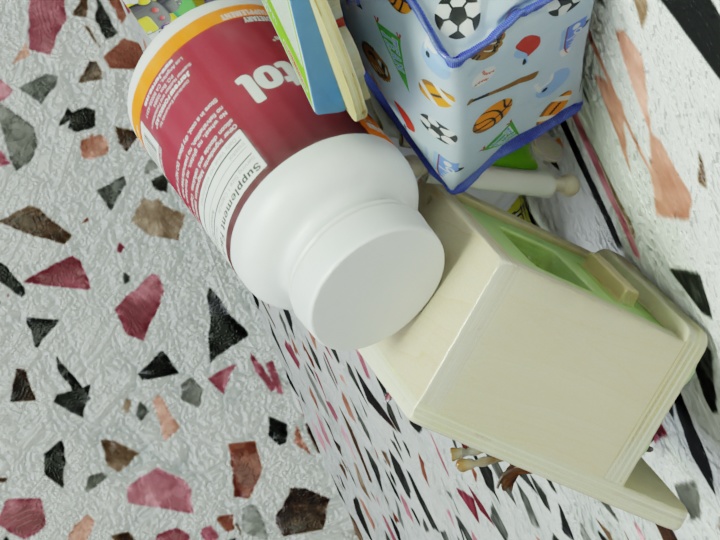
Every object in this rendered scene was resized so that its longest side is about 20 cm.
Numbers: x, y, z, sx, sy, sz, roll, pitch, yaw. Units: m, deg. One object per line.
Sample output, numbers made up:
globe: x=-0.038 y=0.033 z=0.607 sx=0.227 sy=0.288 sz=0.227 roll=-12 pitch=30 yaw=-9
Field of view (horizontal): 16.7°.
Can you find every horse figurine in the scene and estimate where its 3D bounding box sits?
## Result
horse figurine: x=0.126 y=0.112 z=1.647 sx=0.200 sy=0.132 sz=0.050 roll=68 pitch=-163 yaw=-79

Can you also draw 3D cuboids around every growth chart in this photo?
growth chart: x=0.044 y=-0.123 z=1.439 sx=0.018 sy=0.144 sz=0.201 roll=-49 pitch=56 yaw=42

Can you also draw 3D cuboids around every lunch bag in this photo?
lunch bag: x=0.036 y=-0.174 z=1.323 sx=0.200 sy=0.123 sz=0.170 roll=52 pitch=166 yaw=20

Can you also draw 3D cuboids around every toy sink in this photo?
toy sink: x=0.112 y=0.044 z=1.396 sx=0.199 sy=0.112 sz=0.130 roll=24 pitch=-167 yaw=-26

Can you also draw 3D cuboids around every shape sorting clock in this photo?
shape sorting clock: x=-0.038 y=-0.171 z=1.276 sx=0.200 sy=0.039 sz=0.201 roll=157 pitch=90 yaw=-84

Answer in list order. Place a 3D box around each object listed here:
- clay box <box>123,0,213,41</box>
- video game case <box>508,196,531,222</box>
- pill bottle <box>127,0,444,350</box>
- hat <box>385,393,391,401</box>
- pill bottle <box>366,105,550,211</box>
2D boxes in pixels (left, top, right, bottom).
clay box: x=-0.128 y=-0.213 z=1.625 sx=0.200 sy=0.047 sz=0.116 roll=56 pitch=-156 yaw=-52
video game case: x=0.075 y=-0.061 z=1.726 sx=0.182 sy=0.025 sz=0.200 roll=69 pitch=171 yaw=-22
pill bottle: x=-0.039 y=-0.053 z=1.362 sx=0.200 sy=0.113 sz=0.113 roll=52 pitch=165 yaw=36
hat: x=-0.027 y=-0.036 z=1.738 sx=0.199 sy=0.166 sz=0.177 roll=11 pitch=-134 yaw=-46
pill bottle: x=0.007 y=-0.097 z=1.502 sx=0.200 sy=0.120 sz=0.120 roll=40 pitch=168 yaw=6
